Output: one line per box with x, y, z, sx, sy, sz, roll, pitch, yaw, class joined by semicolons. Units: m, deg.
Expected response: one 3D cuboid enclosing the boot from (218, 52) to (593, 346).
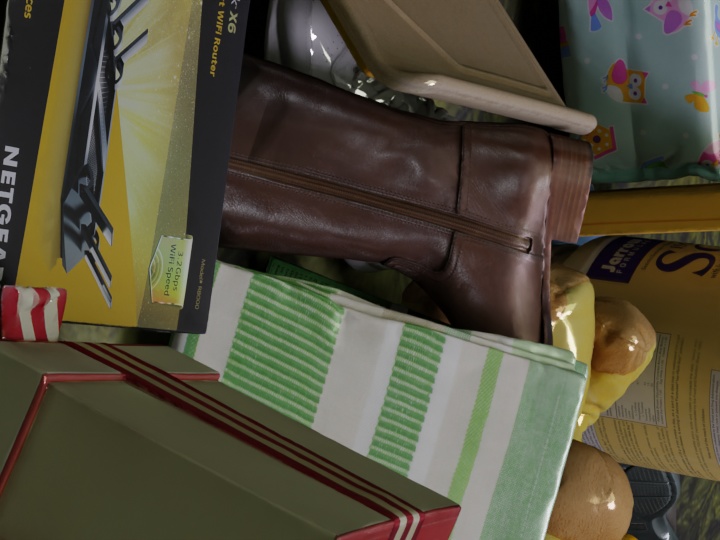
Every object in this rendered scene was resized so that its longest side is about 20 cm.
0.000;0.000;0.900;0.064;0.199;0.187;-146;-113;-81;boot

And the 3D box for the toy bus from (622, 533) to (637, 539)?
0.125;0.210;1.187;0.200;0.078;0.065;-12;106;-55;toy bus

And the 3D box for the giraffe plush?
0.088;0.116;0.998;0.162;0.172;0.200;-103;-162;-52;giraffe plush

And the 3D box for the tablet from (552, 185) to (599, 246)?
0.147;0.027;1.249;0.130;0.014;0.200;-58;140;-34;tablet

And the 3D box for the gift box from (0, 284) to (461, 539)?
-0.092;0.120;0.713;0.185;0.186;0.200;-65;160;0;gift box

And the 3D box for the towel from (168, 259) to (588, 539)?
-0.003;0.087;0.871;0.023;0.199;0.153;-131;-123;-85;towel

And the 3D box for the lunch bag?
0.209;-0.158;1.204;0.200;0.122;0.171;-33;120;-62;lunch bag

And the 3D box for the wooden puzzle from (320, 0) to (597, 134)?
0.016;-0.144;0.897;0.037;0.200;0.185;-44;156;23;wooden puzzle

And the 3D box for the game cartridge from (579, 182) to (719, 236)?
0.209;-0.039;1.158;0.200;0.176;0.033;-10;97;-56;game cartridge

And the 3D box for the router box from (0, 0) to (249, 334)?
-0.120;-0.077;0.786;0.157;0.052;0.201;8;89;-57;router box

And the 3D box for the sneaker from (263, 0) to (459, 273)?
0.015;-0.084;0.949;0.075;0.099;0.200;-58;139;-38;sneaker

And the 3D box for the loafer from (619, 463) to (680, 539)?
0.196;0.149;1.293;0.200;0.072;0.063;73;26;-54;loafer

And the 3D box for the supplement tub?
0.199;0.054;1.136;0.145;0.200;0.146;-17;111;-55;supplement tub

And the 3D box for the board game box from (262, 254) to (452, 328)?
-0.032;0.102;0.919;0.023;0.105;0.200;124;-14;-72;board game box
